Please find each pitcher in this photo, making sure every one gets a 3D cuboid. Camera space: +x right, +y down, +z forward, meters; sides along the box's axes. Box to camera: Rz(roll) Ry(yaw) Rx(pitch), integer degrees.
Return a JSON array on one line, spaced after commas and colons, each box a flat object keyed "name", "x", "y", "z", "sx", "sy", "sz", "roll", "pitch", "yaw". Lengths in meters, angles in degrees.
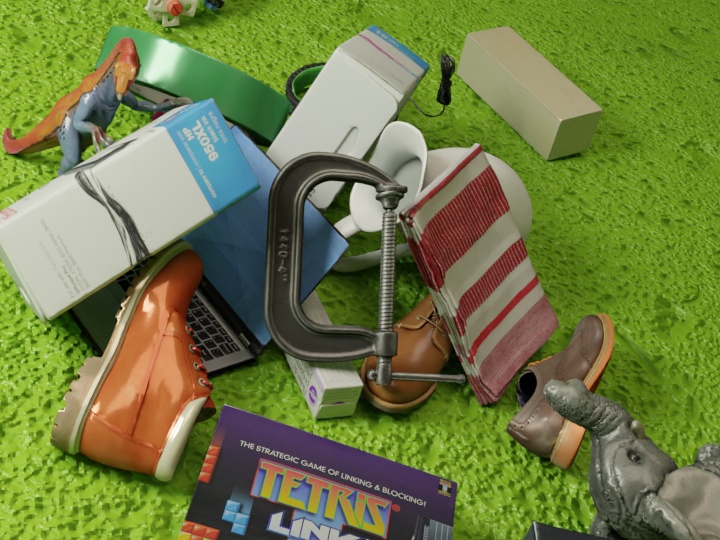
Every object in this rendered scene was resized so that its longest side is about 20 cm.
[{"name": "pitcher", "x": 0.067, "y": -0.051, "z": 1.177, "sx": 0.198, "sy": 0.172, "sz": 0.122, "roll": 14, "pitch": 41, "yaw": -47}]

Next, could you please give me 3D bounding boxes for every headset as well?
[{"name": "headset", "x": 0.011, "y": -0.214, "z": 1.380, "sx": 0.196, "sy": 0.095, "sz": 0.124, "roll": 2, "pitch": 39, "yaw": -7}]

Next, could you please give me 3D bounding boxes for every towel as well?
[{"name": "towel", "x": 0.115, "y": 0.002, "z": 1.089, "sx": 0.023, "sy": 0.202, "sz": 0.144, "roll": -8, "pitch": 25, "yaw": 43}]

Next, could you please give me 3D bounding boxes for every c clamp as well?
[{"name": "c clamp", "x": 0.000, "y": 0.000, "z": 0.996, "sx": 0.168, "sy": 0.204, "sz": 0.027, "roll": -3, "pitch": 0, "yaw": -8}]

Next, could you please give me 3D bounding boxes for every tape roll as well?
[{"name": "tape roll", "x": -0.169, "y": -0.185, "z": 1.198, "sx": 0.198, "sy": 0.049, "sz": 0.200, "roll": 21, "pitch": -1, "yaw": 0}]

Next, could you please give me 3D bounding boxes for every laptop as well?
[{"name": "laptop", "x": -0.151, "y": -0.016, "z": 1.027, "sx": 0.198, "sy": 0.117, "sz": 0.187, "roll": -15, "pitch": 49, "yaw": -39}]

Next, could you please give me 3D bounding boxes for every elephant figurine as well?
[{"name": "elephant figurine", "x": 0.240, "y": 0.189, "z": 0.955, "sx": 0.197, "sy": 0.143, "sz": 0.155, "roll": 8, "pitch": 23, "yaw": -27}]

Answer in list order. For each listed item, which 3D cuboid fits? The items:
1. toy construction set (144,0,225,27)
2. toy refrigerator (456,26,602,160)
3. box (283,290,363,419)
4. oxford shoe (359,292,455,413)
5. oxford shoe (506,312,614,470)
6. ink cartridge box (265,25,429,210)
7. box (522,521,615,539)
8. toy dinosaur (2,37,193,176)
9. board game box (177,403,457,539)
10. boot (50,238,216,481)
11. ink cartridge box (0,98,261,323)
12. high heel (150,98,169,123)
[{"name": "toy construction set", "x": -0.231, "y": -0.386, "z": 1.478, "sx": 0.130, "sy": 0.092, "sz": 0.202, "roll": 22, "pitch": 36, "yaw": -44}, {"name": "toy refrigerator", "x": 0.215, "y": -0.230, "z": 1.528, "sx": 0.075, "sy": 0.071, "sz": 0.200, "roll": -16, "pitch": 49, "yaw": -31}, {"name": "box", "x": -0.055, "y": 0.046, "z": 1.061, "sx": 0.041, "sy": 0.039, "sz": 0.201, "roll": -3, "pitch": 43, "yaw": -28}, {"name": "oxford shoe", "x": 0.059, "y": 0.057, "z": 1.080, "sx": 0.071, "sy": 0.072, "sz": 0.200, "roll": 31, "pitch": 39, "yaw": 11}, {"name": "oxford shoe", "x": 0.188, "y": 0.096, "z": 1.097, "sx": 0.072, "sy": 0.072, "sz": 0.200, "roll": 21, "pitch": 36, "yaw": 9}, {"name": "ink cartridge box", "x": -0.011, "y": -0.161, "z": 1.208, "sx": 0.084, "sy": 0.145, "sz": 0.200, "roll": 35, "pitch": 20, "yaw": -3}, {"name": "box", "x": 0.166, "y": 0.280, "z": 0.737, "sx": 0.195, "sy": 0.202, "sz": 0.124, "roll": 14, "pitch": 37, "yaw": -10}, {"name": "toy dinosaur", "x": -0.253, "y": -0.142, "z": 1.076, "sx": 0.197, "sy": 0.183, "sz": 0.106, "roll": 19, "pitch": 40, "yaw": 3}, {"name": "board game box", "x": -0.032, "y": 0.200, "z": 0.863, "sx": 0.197, "sy": 0.057, "sz": 0.166, "roll": 19, "pitch": 37, "yaw": -4}, {"name": "boot", "x": -0.152, "y": 0.070, "z": 0.929, "sx": 0.106, "sy": 0.075, "sz": 0.202, "roll": 21, "pitch": 59, "yaw": 1}, {"name": "ink cartridge box", "x": -0.198, "y": -0.052, "z": 0.957, "sx": 0.199, "sy": 0.085, "sz": 0.144, "roll": -34, "pitch": 15, "yaw": -17}, {"name": "high heel", "x": -0.119, "y": -0.120, "z": 1.191, "sx": 0.197, "sy": 0.097, "sz": 0.068, "roll": 8, "pitch": 37, "yaw": -18}]
